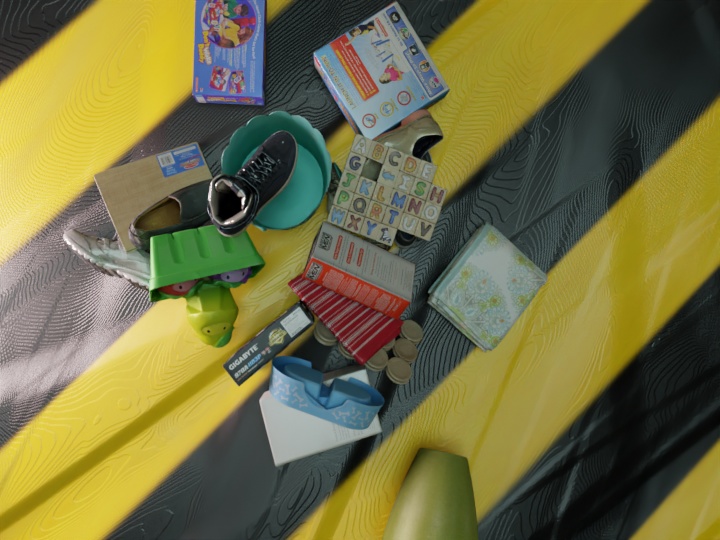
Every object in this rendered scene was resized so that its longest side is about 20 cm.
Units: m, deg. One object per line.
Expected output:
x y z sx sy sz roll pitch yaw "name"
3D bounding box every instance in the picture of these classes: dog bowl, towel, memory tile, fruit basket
-0.060 0.202 0.919 0.196 0.112 0.051 21 97 -2 "dog bowl"
0.246 0.034 1.098 0.171 0.048 0.201 41 85 -5 "towel"
0.019 0.116 1.041 0.197 0.017 0.155 29 42 -4 "memory tile"
-0.023 0.066 1.024 0.200 0.023 0.144 46 43 10 "towel"
-0.270 0.035 0.991 0.211 0.155 0.221 5 77 -20 "fruit basket"

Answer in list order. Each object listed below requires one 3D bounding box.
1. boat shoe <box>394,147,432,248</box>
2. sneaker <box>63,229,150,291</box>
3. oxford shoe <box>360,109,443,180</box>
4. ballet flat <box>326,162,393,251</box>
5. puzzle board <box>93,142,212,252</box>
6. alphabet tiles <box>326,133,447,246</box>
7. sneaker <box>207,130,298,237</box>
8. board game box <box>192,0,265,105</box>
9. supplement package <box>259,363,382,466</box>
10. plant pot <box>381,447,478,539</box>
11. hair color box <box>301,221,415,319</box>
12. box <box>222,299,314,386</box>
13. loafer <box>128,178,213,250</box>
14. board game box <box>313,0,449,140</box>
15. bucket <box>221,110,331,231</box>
0.106 -0.145 1.085 0.067 0.057 0.205 10 87 -4 "boat shoe"
-0.445 -0.031 1.035 0.197 0.075 0.083 26 70 -9 "sneaker"
0.067 -0.220 1.059 0.199 0.071 0.074 -39 56 8 "oxford shoe"
-0.019 -0.108 1.073 0.075 0.068 0.201 -38 94 10 "ballet flat"
-0.367 -0.139 1.039 0.197 0.017 0.153 -24 86 -22 "puzzle board"
0.055 -0.136 1.036 0.196 0.008 0.171 20 95 -5 "alphabet tiles"
-0.166 -0.146 0.883 0.076 0.146 0.204 33 85 -2 "sneaker"
-0.248 -0.426 1.071 0.131 0.045 0.206 2 88 -5 "board game box"
-0.073 0.257 1.023 0.195 0.117 0.120 -15 88 -6 "supplement package"
0.136 0.437 1.019 0.183 0.187 0.205 13 72 -4 "plant pot"
0.000 0.000 1.034 0.197 0.062 0.103 25 44 -11 "hair color box"
-0.153 0.119 0.980 0.158 0.200 0.046 -39 92 -4 "box"
-0.320 -0.107 1.000 0.199 0.072 0.073 -39 92 -22 "loafer"
0.040 -0.377 1.089 0.194 0.056 0.202 -32 91 -5 "board game box"
-0.150 -0.170 1.024 0.202 0.135 0.213 0 87 -6 "bucket"
